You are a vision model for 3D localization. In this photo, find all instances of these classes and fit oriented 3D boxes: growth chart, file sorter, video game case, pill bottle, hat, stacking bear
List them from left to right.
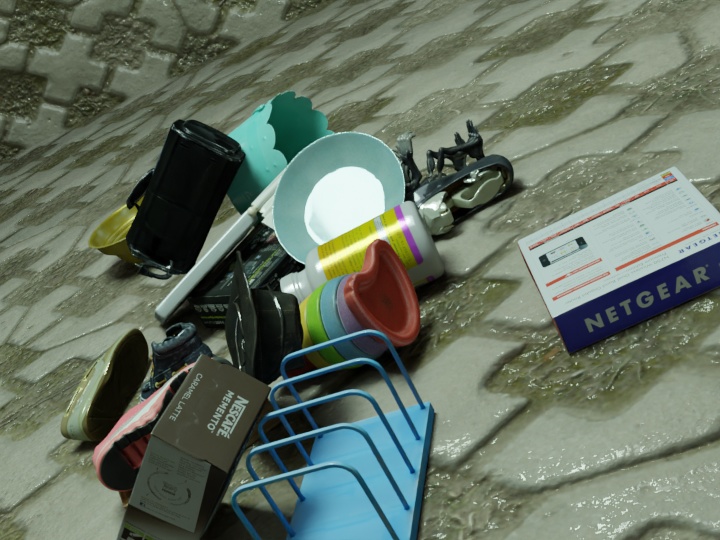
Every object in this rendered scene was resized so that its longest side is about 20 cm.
[{"bbox_3d":[-0.236,-0.002,1.455,0.200,0.024,0.182,-49,5,-12],"label":"video game case"},{"bbox_3d":[-0.100,0.075,1.063,0.079,0.205,0.201,-4,20,-15],"label":"hat"},{"bbox_3d":[-0.062,-0.072,1.388,0.199,0.018,0.144,38,54,17],"label":"growth chart"},{"bbox_3d":[-0.037,0.067,1.140,0.198,0.114,0.122,-26,20,34],"label":"stacking bear"},{"bbox_3d":[-0.023,0.171,0.915,0.137,0.124,0.201,-18,27,21],"label":"file sorter"},{"bbox_3d":[0.000,0.000,1.224,0.197,0.105,0.105,-26,25,6],"label":"pill bottle"}]

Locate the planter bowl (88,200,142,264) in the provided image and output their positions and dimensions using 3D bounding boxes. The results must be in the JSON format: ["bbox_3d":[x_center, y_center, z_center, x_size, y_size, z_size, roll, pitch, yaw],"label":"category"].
[{"bbox_3d":[-0.402,-0.070,1.804,0.197,0.084,0.201,-23,26,12],"label":"planter bowl"}]

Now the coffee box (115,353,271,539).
[{"bbox_3d":[-0.166,0.196,0.941,0.115,0.079,0.202,-64,0,-50],"label":"coffee box"}]

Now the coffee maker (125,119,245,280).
[{"bbox_3d":[-0.257,-0.106,1.440,0.203,0.133,0.193,-63,30,17],"label":"coffee maker"}]

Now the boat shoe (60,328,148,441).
[{"bbox_3d":[-0.361,0.157,1.355,0.065,0.075,0.201,-11,30,22],"label":"boat shoe"}]

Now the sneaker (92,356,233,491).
[{"bbox_3d":[-0.234,0.165,1.125,0.199,0.075,0.086,-39,23,-22],"label":"sneaker"}]

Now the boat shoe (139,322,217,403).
[{"bbox_3d":[-0.242,0.122,1.241,0.199,0.092,0.071,-19,16,49],"label":"boat shoe"}]

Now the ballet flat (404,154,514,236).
[{"bbox_3d":[0.125,-0.094,1.311,0.198,0.074,0.073,-30,25,-5],"label":"ballet flat"}]

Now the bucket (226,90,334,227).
[{"bbox_3d":[-0.125,-0.170,1.564,0.133,0.208,0.208,-23,24,29],"label":"bucket"}]

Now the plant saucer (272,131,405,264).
[{"bbox_3d":[-0.026,-0.092,1.336,0.197,0.039,0.205,-7,68,19],"label":"plant saucer"}]

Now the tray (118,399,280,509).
[{"bbox_3d":[-0.196,0.205,1.137,0.199,0.037,0.098,-36,26,-11],"label":"tray"}]

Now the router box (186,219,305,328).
[{"bbox_3d":[-0.139,0.000,1.421,0.148,0.063,0.200,-3,36,44],"label":"router box"}]

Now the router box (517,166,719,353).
[{"bbox_3d":[0.279,-0.016,1.023,0.197,0.049,0.180,-25,26,10],"label":"router box"}]

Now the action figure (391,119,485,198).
[{"bbox_3d":[0.078,-0.146,1.394,0.198,0.103,0.119,-31,3,-18],"label":"action figure"}]
